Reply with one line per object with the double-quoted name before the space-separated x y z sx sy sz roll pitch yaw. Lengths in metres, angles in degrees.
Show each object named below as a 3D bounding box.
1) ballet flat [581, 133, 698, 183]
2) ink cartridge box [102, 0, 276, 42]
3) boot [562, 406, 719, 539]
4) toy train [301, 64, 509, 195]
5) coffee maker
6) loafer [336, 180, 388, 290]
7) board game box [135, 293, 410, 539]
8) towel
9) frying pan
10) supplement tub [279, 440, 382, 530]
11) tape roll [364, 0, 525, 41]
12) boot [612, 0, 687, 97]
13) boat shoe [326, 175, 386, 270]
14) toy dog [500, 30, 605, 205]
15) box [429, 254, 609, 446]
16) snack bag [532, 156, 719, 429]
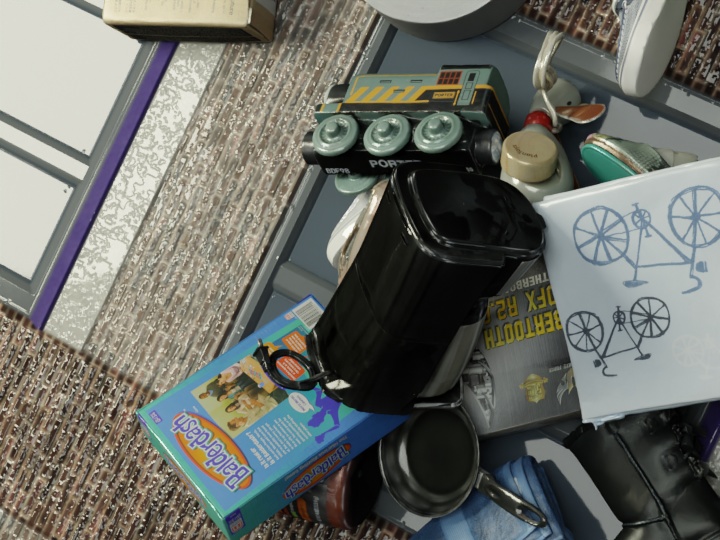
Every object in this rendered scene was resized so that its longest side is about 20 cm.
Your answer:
"ballet flat" 0.274 -0.055 1.548 0.071 0.069 0.200 -38 66 -13
"ink cartridge box" -0.161 -0.333 1.843 0.163 0.075 0.202 5 83 19
"boot" 0.231 0.210 1.624 0.197 0.073 0.163 -33 70 14
"toy train" 0.044 -0.131 1.682 0.198 0.085 0.115 1 53 28
"coffee maker" 0.039 0.021 1.558 0.135 0.191 0.201 48 135 25
"loafer" 0.000 0.000 1.698 0.063 0.072 0.202 32 131 29
"board game box" -0.079 0.130 1.655 0.199 0.045 0.152 -33 53 -15
"towel" 0.093 0.257 1.650 0.200 0.048 0.112 -41 41 17
"frying pan" 0.093 0.163 1.637 0.189 0.031 0.116 -1 88 39
"supplement tub" -0.083 0.169 1.723 0.198 0.107 0.108 12 86 21
"tape roll" 0.079 -0.324 1.761 0.198 0.066 0.203 -3 82 20
"boot" 0.251 -0.259 1.695 0.090 0.073 0.202 15 79 28
"boat shoe" 0.038 -0.085 1.741 0.200 0.072 0.069 -46 54 12
"toy dog" 0.180 -0.102 1.637 0.095 0.132 0.201 19 61 9
"box" 0.143 0.062 1.655 0.199 0.048 0.160 -17 75 38
"snack bag" 0.245 0.020 1.517 0.187 0.021 0.202 -13 91 35
